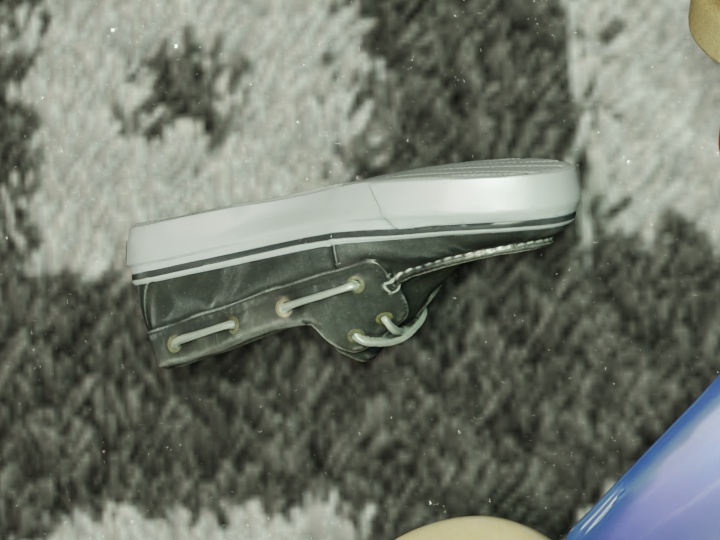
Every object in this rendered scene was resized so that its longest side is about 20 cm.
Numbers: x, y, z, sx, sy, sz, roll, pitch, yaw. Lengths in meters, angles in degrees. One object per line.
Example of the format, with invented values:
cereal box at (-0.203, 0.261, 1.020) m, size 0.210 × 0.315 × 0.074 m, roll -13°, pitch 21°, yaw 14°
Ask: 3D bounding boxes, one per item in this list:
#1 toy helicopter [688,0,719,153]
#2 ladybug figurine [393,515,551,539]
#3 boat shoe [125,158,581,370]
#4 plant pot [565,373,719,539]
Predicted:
toy helicopter at (0.218, -0.092, 0.976) m, size 0.198 × 0.132 × 0.079 m, roll 2°, pitch 118°, yaw -1°
ladybug figurine at (0.030, 0.190, 1.036) m, size 0.135 × 0.072 × 0.201 m, roll 30°, pitch 97°, yaw 21°
boat shoe at (0.000, 0.000, 1.070) m, size 0.199 × 0.072 × 0.071 m, roll -10°, pitch 92°, yaw 30°
plant pot at (0.212, 0.082, 0.913) m, size 0.200 × 0.200 × 0.180 m, roll -46°, pitch 79°, yaw 12°
